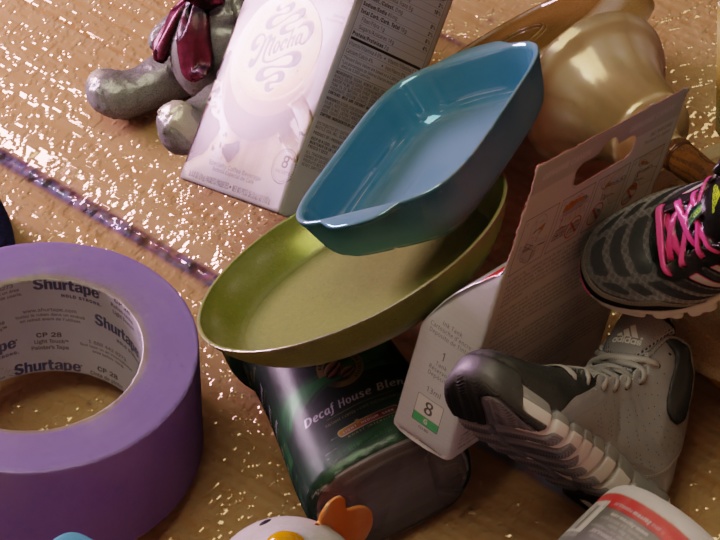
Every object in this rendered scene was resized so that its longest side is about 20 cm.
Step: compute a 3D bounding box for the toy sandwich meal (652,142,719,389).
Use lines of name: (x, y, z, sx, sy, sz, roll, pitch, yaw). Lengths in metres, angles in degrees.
toy sandwich meal: (0.247, 0.006, 1.510, 0.204, 0.070, 0.206, -2, 52, 3)

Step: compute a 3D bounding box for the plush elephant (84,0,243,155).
plush elephant: (-0.100, -0.193, 1.720, 0.200, 0.155, 0.165, -25, 25, -13)

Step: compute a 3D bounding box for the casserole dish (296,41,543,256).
casserole dish: (0.041, -0.068, 1.470, 0.121, 0.039, 0.200, -12, 28, 34)

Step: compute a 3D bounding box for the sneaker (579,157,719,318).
sneaker: (0.197, -0.028, 1.343, 0.199, 0.087, 0.074, -12, 66, 31)

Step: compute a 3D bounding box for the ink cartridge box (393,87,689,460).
ink cartridge box: (0.101, -0.008, 1.421, 0.050, 0.200, 0.161, 31, 36, 25)

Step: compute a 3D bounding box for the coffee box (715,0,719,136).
coffee box: (0.269, -0.059, 1.438, 0.044, 0.123, 0.200, -24, 56, -10)

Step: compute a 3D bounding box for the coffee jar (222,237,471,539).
coffee jar: (-0.017, 0.068, 1.527, 0.104, 0.085, 0.200, -26, 47, -6)

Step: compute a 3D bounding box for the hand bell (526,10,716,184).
hand bell: (0.191, -0.064, 1.474, 0.104, 0.104, 0.200, -33, 43, -11)

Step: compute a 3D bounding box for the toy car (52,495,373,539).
toy car: (-0.055, 0.188, 1.386, 0.184, 0.177, 0.200, 23, 51, 22)

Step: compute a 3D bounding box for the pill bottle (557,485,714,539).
pill bottle: (0.108, 0.219, 1.333, 0.200, 0.114, 0.114, -42, 50, -18)

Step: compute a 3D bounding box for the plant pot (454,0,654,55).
plant pot: (0.098, -0.134, 1.630, 0.200, 0.028, 0.200, -29, 13, 7)

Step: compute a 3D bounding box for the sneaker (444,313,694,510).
sneaker: (0.124, 0.058, 1.399, 0.075, 0.200, 0.116, 13, 72, 39)

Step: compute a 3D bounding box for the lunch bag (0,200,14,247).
lunch bag: (-0.337, -0.016, 1.677, 0.199, 0.133, 0.136, -22, 47, -2)

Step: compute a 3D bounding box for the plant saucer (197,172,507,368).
plant saucer: (0.000, 0.000, 1.463, 0.200, 0.031, 0.200, -23, 23, 11)

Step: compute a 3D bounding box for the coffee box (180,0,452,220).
coffee box: (-0.024, -0.132, 1.608, 0.113, 0.080, 0.201, 20, 90, 49)

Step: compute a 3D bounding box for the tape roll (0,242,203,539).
tape roll: (-0.197, 0.079, 1.545, 0.199, 0.085, 0.200, 1, 42, -1)
